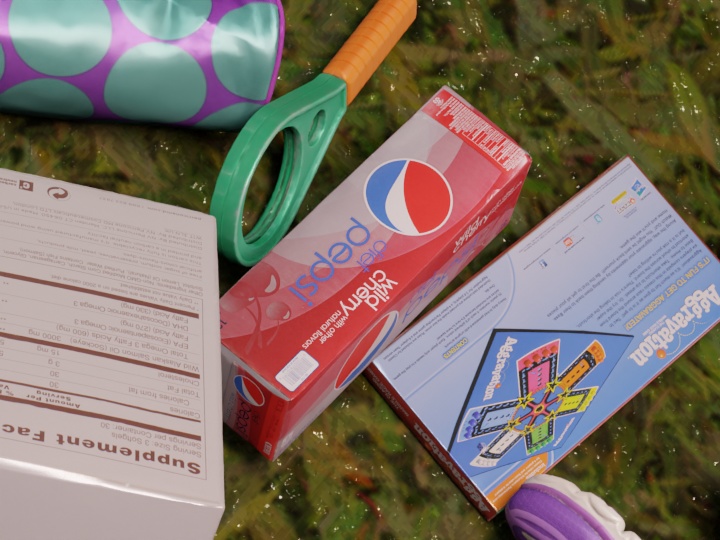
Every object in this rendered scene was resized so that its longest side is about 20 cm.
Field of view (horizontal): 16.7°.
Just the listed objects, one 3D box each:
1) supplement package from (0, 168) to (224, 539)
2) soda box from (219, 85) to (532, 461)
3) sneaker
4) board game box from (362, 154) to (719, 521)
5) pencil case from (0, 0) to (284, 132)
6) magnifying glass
[{"bbox_3d":[-0.132,0.066,1.092,0.117,0.117,0.200,13,37,-14],"label":"supplement package"},{"bbox_3d":[0.000,0.000,1.223,0.063,0.070,0.200,38,60,13],"label":"soda box"},{"bbox_3d":[0.116,0.195,1.193,0.083,0.081,0.200,-19,78,-18],"label":"sneaker"},{"bbox_3d":[0.105,0.032,1.285,0.200,0.019,0.103,-37,83,-27],"label":"board game box"},{"bbox_3d":[-0.144,-0.122,1.223,0.200,0.085,0.092,4,86,-18],"label":"pencil case"},{"bbox_3d":[-0.022,-0.080,1.262,0.022,0.080,0.200,19,50,17],"label":"magnifying glass"}]
